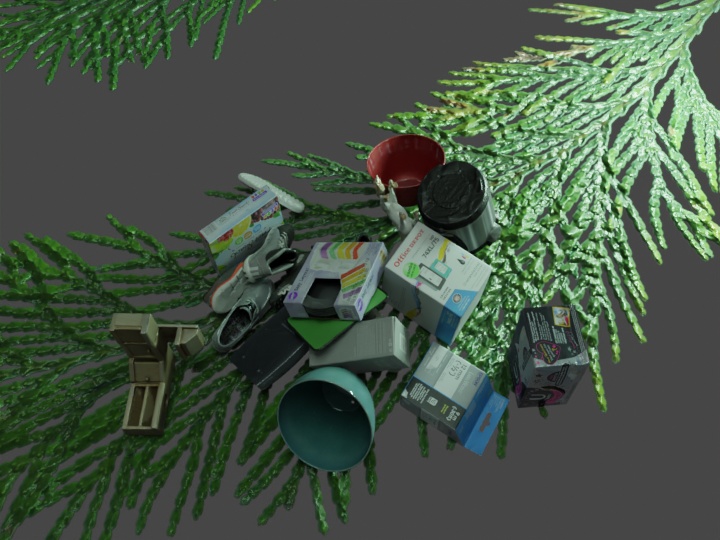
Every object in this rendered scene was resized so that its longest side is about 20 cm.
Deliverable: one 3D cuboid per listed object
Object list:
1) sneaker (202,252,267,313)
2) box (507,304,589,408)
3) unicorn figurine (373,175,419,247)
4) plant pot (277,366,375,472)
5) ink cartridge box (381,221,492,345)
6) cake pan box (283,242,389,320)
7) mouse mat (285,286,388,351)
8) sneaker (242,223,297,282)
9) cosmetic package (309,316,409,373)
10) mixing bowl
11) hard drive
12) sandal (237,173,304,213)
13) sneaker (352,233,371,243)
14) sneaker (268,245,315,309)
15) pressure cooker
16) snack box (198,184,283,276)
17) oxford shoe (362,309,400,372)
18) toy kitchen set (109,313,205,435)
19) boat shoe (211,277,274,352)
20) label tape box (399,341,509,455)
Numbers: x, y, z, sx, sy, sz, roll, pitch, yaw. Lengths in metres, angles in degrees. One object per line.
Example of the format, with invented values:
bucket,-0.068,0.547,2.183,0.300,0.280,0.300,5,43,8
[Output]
sneaker,-0.291,0.014,1.543,0.080,0.079,0.199,15,44,38
box,0.374,0.180,1.346,0.111,0.202,0.136,-4,57,1
unicorn figurine,0.090,-0.118,1.547,0.072,0.138,0.205,-16,73,-9
plant pot,-0.053,0.275,1.327,0.194,0.206,0.135,15,24,11
ink cartridge box,0.163,0.029,1.469,0.197,0.147,0.148,32,64,15
cake pan box,-0.052,0.022,1.423,0.179,0.053,0.203,0,44,30
mouse mat,-0.052,0.081,1.405,0.198,0.008,0.160,-35,35,-16
sneaker,-0.177,-0.043,1.523,0.113,0.076,0.201,-7,33,34
cosmetic package,-0.002,0.163,1.383,0.194,0.107,0.093,-6,67,20
mixing bowl,0.116,-0.233,1.649,0.193,0.110,0.204,-5,47,5
hard drive,-0.177,0.162,1.442,0.199,0.043,0.133,-43,44,-19
sandal,-0.234,-0.187,1.673,0.199,0.082,0.051,29,106,16
sneaker,0.000,0.000,1.514,0.072,0.086,0.204,4,47,-16
sneaker,-0.147,0.011,1.547,0.199,0.067,0.090,-39,62,-24
pressure cooker,0.230,-0.132,1.540,0.174,0.201,0.180,-21,60,8
snack box,-0.274,-0.089,1.563,0.198,0.144,0.053,-38,62,-19
oxford shoe,0.036,0.134,1.469,0.074,0.058,0.202,-29,61,-13
toy kitchen set,-0.411,0.212,1.348,0.157,0.202,0.185,0,57,2
boat shoe,-0.254,0.098,1.478,0.070,0.071,0.202,41,68,-10
label tape box,0.199,0.264,1.380,0.197,0.067,0.144,29,63,20
